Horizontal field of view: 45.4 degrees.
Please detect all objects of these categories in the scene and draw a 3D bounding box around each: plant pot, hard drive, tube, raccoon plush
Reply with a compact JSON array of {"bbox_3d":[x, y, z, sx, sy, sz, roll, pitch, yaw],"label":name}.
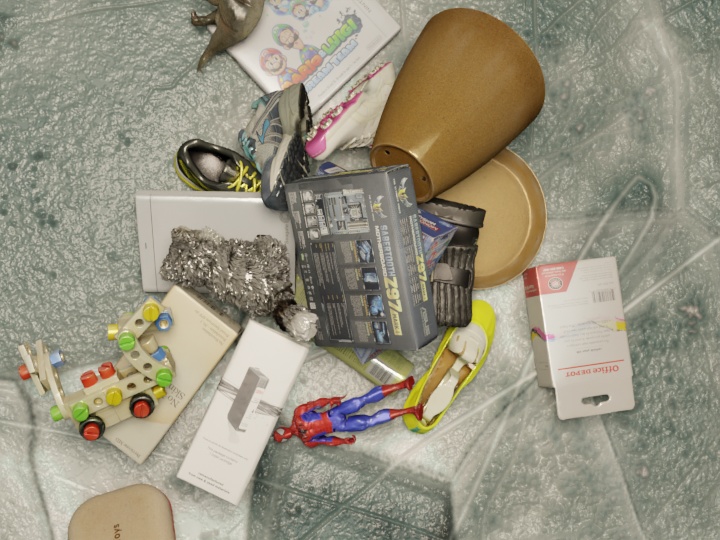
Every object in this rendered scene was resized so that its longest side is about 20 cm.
[{"bbox_3d":[0.102,-0.186,1.061,0.186,0.186,0.201,40,62,-3],"label":"plant pot"},{"bbox_3d":[-0.180,-0.034,1.090,0.196,0.027,0.134,1,116,-3],"label":"hard drive"},{"bbox_3d":[-0.021,0.085,1.129,0.199,0.058,0.052,36,126,3],"label":"tube"},{"bbox_3d":[0.155,-0.075,1.170,0.196,0.027,0.204,1,86,-8],"label":"plant pot"},{"bbox_3d":[-0.144,0.005,0.991,0.132,0.199,0.098,10,99,-37],"label":"raccoon plush"}]

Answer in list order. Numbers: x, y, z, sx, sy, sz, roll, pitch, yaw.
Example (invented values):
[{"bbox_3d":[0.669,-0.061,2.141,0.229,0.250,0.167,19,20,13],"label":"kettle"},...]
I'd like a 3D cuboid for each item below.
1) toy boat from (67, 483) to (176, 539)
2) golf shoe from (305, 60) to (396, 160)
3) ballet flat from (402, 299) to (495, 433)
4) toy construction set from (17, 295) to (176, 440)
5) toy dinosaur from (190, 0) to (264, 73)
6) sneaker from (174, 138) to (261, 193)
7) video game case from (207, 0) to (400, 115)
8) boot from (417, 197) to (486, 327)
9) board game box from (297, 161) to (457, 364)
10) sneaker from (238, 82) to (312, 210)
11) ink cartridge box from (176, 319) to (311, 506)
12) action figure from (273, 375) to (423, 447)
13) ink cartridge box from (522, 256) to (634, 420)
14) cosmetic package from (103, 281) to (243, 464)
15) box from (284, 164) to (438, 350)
[{"bbox_3d":[-0.277,0.372,1.040,0.128,0.132,0.202,-14,46,-7],"label":"toy boat"},{"bbox_3d":[0.006,-0.190,1.107,0.092,0.075,0.200,52,52,-15],"label":"golf shoe"},{"bbox_3d":[0.124,0.128,1.131,0.066,0.067,0.201,34,83,-3],"label":"ballet flat"},{"bbox_3d":[-0.295,0.113,0.984,0.197,0.093,0.133,-17,116,8],"label":"toy construction set"},{"bbox_3d":[-0.161,-0.348,1.102,0.101,0.077,0.203,21,79,10],"label":"toy dinosaur"},{"bbox_3d":[-0.152,-0.106,1.104,0.197,0.085,0.076,23,84,-5],"label":"sneaker"},{"bbox_3d":[-0.075,-0.326,1.159,0.200,0.024,0.182,-44,92,-8],"label":"video game case"},{"bbox_3d":[0.054,-0.019,1.108,0.208,0.079,0.161,14,103,17],"label":"boot"},{"bbox_3d":[0.000,0.000,1.062,0.198,0.061,0.203,29,120,27],"label":"board game box"},{"bbox_3d":[-0.110,-0.147,1.073,0.085,0.078,0.202,-7,47,13],"label":"sneaker"},{"bbox_3d":[-0.141,0.166,1.056,0.083,0.144,0.202,26,83,-4],"label":"ink cartridge box"},{"bbox_3d":[-0.022,0.187,1.098,0.197,0.052,0.066,-18,100,17],"label":"action figure"},{"bbox_3d":[0.292,0.090,1.155,0.114,0.067,0.204,-6,85,-7],"label":"ink cartridge box"},{"bbox_3d":[-0.245,0.124,1.069,0.103,0.073,0.201,36,91,-4],"label":"cosmetic package"},{"bbox_3d":[0.000,-0.012,0.984,0.051,0.156,0.204,-24,106,-47],"label":"box"}]
